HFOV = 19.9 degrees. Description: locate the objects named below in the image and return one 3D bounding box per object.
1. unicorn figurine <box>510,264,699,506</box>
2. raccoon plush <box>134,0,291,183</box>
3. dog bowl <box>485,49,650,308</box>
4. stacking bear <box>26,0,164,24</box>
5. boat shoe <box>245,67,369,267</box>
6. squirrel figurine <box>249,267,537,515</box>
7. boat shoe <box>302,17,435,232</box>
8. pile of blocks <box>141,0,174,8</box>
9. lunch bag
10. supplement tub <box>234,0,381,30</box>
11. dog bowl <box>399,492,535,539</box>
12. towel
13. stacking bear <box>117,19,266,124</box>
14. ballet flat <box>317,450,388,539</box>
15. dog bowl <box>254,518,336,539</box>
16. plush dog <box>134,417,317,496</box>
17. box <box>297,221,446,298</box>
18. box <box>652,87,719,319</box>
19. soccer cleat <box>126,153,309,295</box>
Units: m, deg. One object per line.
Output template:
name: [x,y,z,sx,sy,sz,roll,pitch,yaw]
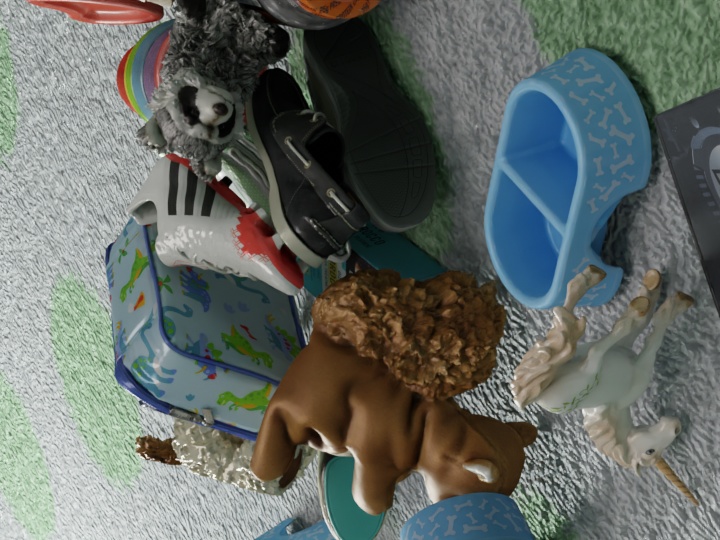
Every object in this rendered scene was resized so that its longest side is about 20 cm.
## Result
unicorn figurine: [0.168,0.069,1.371,0.074,0.200,0.137,49,118,49]
raccoon plush: [-0.123,-0.141,1.623,0.200,0.097,0.134,-179,112,-85]
dog bowl: [0.137,-0.056,1.411,0.111,0.050,0.200,51,146,37]
stacking bear: [-0.225,-0.334,1.883,0.114,0.121,0.200,4,87,24]
boat shoe: [-0.039,-0.091,1.590,0.068,0.072,0.200,-40,42,22]
squirrel figurine: [0.044,0.098,1.576,0.187,0.142,0.200,24,112,22]
boat shoe: [0.003,-0.112,1.638,0.065,0.074,0.202,107,142,-59]
pile of blocks: [-0.136,-0.284,1.755,0.200,0.062,0.082,-69,-2,-63]
lunch bag: [-0.123,0.042,1.683,0.082,0.161,0.200,-52,34,29]
supplement tub: [-0.059,-0.254,1.611,0.200,0.122,0.123,21,124,57]
dog bowl: [0.090,0.230,1.589,0.200,0.111,0.050,63,-170,-58]
towel: [-0.099,-0.064,1.722,0.149,0.031,0.200,50,162,-22]
stacking bear: [-0.162,-0.176,1.870,0.200,0.114,0.122,8,113,67]
ballet flat: [-0.011,0.148,1.841,0.069,0.069,0.200,28,128,55]
dog bowl: [-0.056,0.304,2.007,0.200,0.050,0.112,-12,95,65]
plush dog: [-0.111,0.101,1.857,0.200,0.160,0.172,-1,-79,-84]
box: [0.000,0.000,1.731,0.200,0.049,0.082,39,139,49]
box: [0.264,-0.042,1.194,0.200,0.044,0.160,-19,88,64]
soccer cleat: [-0.113,-0.025,1.597,0.200,0.085,0.069,44,179,42]
